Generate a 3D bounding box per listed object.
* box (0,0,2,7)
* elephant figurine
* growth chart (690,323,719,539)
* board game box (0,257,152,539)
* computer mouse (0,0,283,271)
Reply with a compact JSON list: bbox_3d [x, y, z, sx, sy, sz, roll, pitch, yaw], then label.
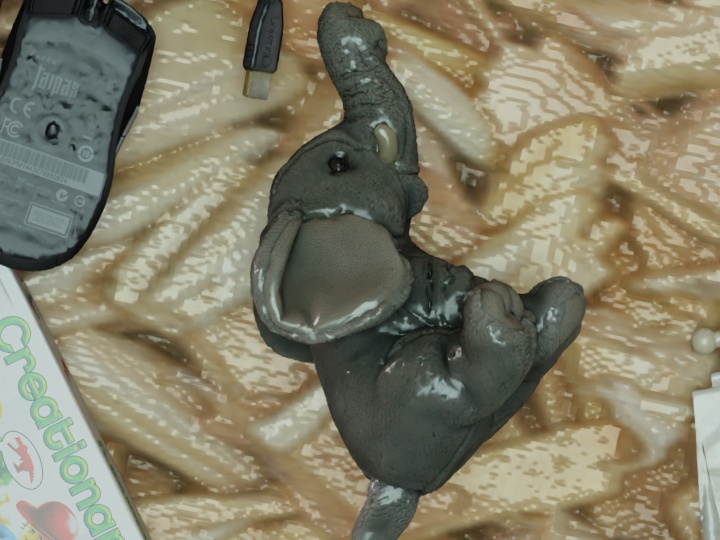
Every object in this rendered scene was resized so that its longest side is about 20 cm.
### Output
[{"bbox_3d":[-0.216,-0.198,1.370,0.106,0.200,0.153,13,92,0],"label":"box"},{"bbox_3d":[0.000,0.000,1.433,0.200,0.155,0.142,42,135,8],"label":"elephant figurine"},{"bbox_3d":[0.231,0.113,1.482,0.144,0.018,0.202,0,93,-1],"label":"growth chart"},{"bbox_3d":[-0.187,0.109,1.467,0.126,0.035,0.201,-27,93,1],"label":"board game box"},{"bbox_3d":[-0.116,-0.090,1.459,0.139,0.046,0.202,13,87,-6],"label":"computer mouse"}]
